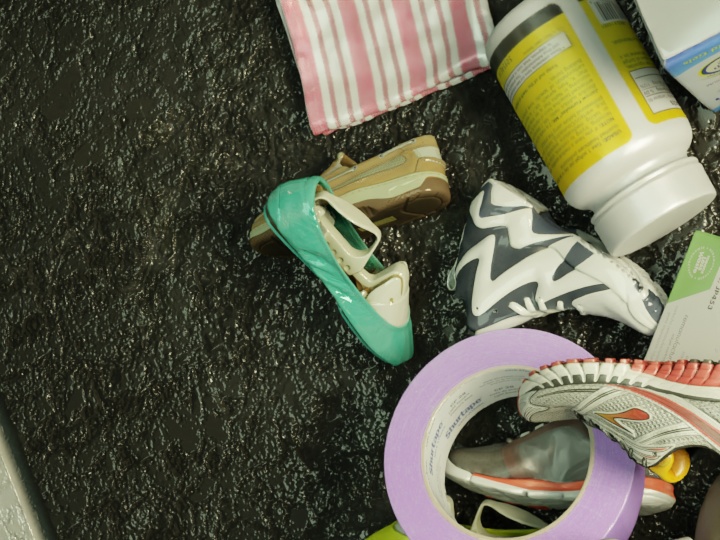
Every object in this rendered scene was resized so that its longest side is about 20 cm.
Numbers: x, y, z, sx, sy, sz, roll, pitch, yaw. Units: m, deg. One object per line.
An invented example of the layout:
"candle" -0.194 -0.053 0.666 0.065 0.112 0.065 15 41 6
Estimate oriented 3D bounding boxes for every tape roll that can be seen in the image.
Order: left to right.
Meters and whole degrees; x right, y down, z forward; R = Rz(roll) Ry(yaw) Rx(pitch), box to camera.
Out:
"tape roll" 0.120 0.151 0.933 0.197 0.066 0.203 -9 62 18

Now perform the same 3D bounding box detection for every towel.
"towel" 0.022 -0.222 1.078 0.197 0.030 0.149 -18 86 25

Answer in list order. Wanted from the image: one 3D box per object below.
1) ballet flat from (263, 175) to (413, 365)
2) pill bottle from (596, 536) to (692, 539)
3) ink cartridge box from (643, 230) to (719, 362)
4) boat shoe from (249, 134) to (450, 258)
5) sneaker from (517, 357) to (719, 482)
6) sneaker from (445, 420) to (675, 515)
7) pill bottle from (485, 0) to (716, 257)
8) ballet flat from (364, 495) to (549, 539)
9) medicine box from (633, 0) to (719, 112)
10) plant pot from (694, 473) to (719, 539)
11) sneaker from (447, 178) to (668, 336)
"ballet flat" 0.000 0.000 1.025 0.070 0.068 0.201 -28 111 33
"pill bottle" 0.140 0.249 0.807 0.197 0.112 0.114 -16 82 2
"ink cartridge box" 0.306 0.055 0.844 0.199 0.067 0.119 27 98 58
"boat shoe" -0.013 -0.070 1.085 0.197 0.072 0.077 -16 68 18
"sneaker" 0.194 0.104 0.832 0.198 0.077 0.084 -1 81 42
"sneaker" 0.165 0.154 0.994 0.197 0.077 0.083 1 72 21
"pill bottle" 0.192 -0.122 0.949 0.114 0.114 0.202 -33 75 22
"ballet flat" 0.090 0.229 1.022 0.197 0.067 0.068 4 99 20
"medicine box" 0.299 -0.212 0.847 0.180 0.199 0.104 -25 76 24
"plant pot" 0.315 0.218 0.832 0.184 0.199 0.191 -1 88 24
"sneaker" 0.152 0.027 0.987 0.198 0.079 0.131 36 106 23
